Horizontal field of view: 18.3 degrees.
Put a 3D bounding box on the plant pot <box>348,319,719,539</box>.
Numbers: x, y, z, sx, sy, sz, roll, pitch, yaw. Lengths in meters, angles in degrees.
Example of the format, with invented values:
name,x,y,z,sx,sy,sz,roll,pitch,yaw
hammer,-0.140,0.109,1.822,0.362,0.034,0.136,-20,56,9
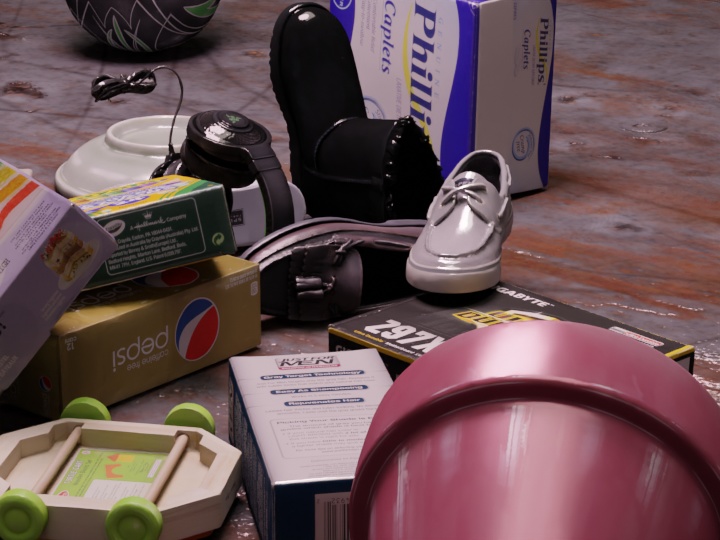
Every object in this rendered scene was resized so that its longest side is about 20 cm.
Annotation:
name,x,y,z,sx,sy,sz,roll,pitch,yaw
plant pot,0.082,0.155,1.064,0.198,0.201,0.179,4,35,10

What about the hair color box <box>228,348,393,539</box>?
name,x,y,z,sx,sy,sz,roll,pitch,yaw
hair color box,-0.020,0.112,1.353,0.099,0.061,0.200,-3,20,-10

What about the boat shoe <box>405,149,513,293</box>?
name,x,y,z,sx,sy,sz,roll,pitch,yaw
boat shoe,0.079,-0.039,1.640,0.071,0.069,0.200,5,20,17

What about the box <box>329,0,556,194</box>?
name,x,y,z,sx,sy,sz,roll,pitch,yaw
box,0.069,-0.175,1.999,0.104,0.185,0.199,-14,23,-39

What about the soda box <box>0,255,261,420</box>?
name,x,y,z,sx,sy,sz,roll,pitch,yaw
soda box,-0.158,0.042,1.549,0.067,0.065,0.199,14,24,37

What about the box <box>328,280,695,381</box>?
name,x,y,z,sx,sy,sz,roll,pitch,yaw
box,0.099,0.064,1.516,0.159,0.050,0.199,-19,27,-40

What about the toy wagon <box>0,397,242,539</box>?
name,x,y,z,sx,sy,sz,roll,pitch,yaw
toy wagon,-0.174,0.123,1.351,0.198,0.040,0.155,3,19,9

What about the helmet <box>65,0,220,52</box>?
name,x,y,z,sx,sy,sz,roll,pitch,yaw
helmet,-0.238,-0.332,2.444,0.198,0.192,0.200,7,-16,2

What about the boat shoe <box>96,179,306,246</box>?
name,x,y,z,sx,sy,sz,roll,pitch,yaw
boat shoe,-0.143,-0.048,1.810,0.199,0.071,0.066,-10,13,-30

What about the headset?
name,x,y,z,sx,sy,sz,roll,pitch,yaw
headset,-0.129,-0.074,1.711,0.094,0.124,0.201,-11,61,-44

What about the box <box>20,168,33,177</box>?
name,x,y,z,sx,sy,sz,roll,pitch,yaw
box,-0.297,-0.011,1.676,0.094,0.078,0.200,-2,19,-3

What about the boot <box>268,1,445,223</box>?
name,x,y,z,sx,sy,sz,roll,pitch,yaw
boot,-0.002,-0.115,1.821,0.073,0.200,0.162,-13,17,-28

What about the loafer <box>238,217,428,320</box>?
name,x,y,z,sx,sy,sz,roll,pitch,yaw
loafer,0.000,0.000,1.672,0.199,0.072,0.063,-9,25,-33

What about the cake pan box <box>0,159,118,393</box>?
name,x,y,z,sx,sy,sz,roll,pitch,yaw
cake pan box,-0.271,0.022,1.460,0.052,0.200,0.184,42,-7,-34

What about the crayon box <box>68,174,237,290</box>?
name,x,y,z,sx,sy,sz,roll,pitch,yaw
crayon box,-0.172,-0.029,1.596,0.125,0.052,0.200,-14,7,-14

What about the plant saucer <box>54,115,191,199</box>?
name,x,y,z,sx,sy,sz,roll,pitch,yaw
plant saucer,-0.173,-0.101,1.987,0.198,0.051,0.200,0,18,0
